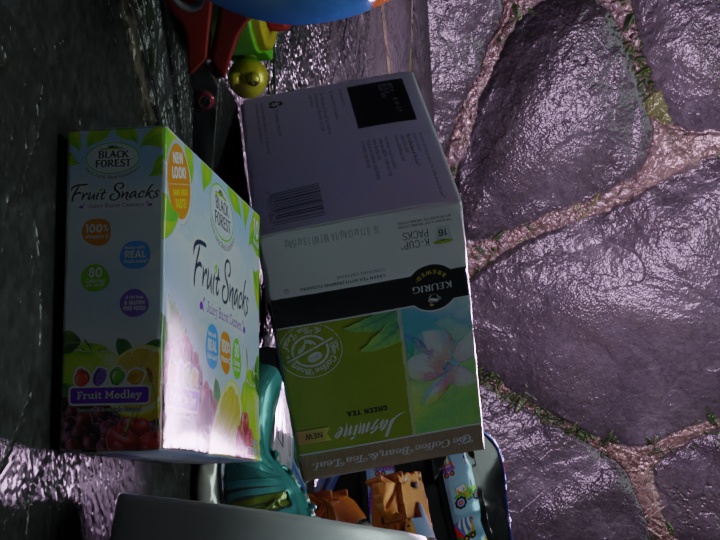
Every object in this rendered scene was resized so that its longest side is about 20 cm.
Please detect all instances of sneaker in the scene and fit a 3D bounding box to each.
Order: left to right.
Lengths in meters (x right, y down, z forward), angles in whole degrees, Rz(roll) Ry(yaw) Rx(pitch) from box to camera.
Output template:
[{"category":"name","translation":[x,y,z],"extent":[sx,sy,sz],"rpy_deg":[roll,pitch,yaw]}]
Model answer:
[{"category":"sneaker","translation":[-0.057,0.155,0.846],"extent":[0.078,0.078,0.203],"rpy_deg":[66,23,-70]}]

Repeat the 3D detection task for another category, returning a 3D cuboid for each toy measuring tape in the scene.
[{"category":"toy measuring tape","translation":[-0.076,-0.201,0.823],"extent":[0.074,0.072,0.203],"rpy_deg":[-69,156,-71]}]

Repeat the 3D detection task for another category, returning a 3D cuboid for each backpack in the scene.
[{"category":"backpack","translation":[0.036,0.208,1.168],"extent":[0.135,0.180,0.203],"rpy_deg":[-137,-144,-63]}]

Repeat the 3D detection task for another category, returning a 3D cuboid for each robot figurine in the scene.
[{"category":"robot figurine","translation":[0.012,0.257,1.017],"extent":[0.058,0.144,0.203],"rpy_deg":[10,66,-50]}]

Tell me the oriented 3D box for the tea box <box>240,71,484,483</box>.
[{"category":"tea box","translation":[0.000,0.000,0.957],"extent":[0.201,0.132,0.199],"rpy_deg":[-103,-177,-59]}]

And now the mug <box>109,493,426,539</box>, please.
[{"category":"mug","translation":[-0.061,0.203,0.648],"extent":[0.200,0.146,0.178],"rpy_deg":[160,-61,-66]}]

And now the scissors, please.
[{"category":"scissors","translation":[-0.096,-0.114,0.811],"extent":[0.014,0.072,0.202],"rpy_deg":[-104,-148,-63]}]

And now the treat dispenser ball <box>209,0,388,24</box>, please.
[{"category":"treat dispenser ball","translation":[-0.030,-0.224,0.680],"extent":[0.201,0.198,0.204],"rpy_deg":[-2,90,-82]}]

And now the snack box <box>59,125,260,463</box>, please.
[{"category":"snack box","translation":[-0.093,0.022,0.696],"extent":[0.200,0.052,0.144],"rpy_deg":[49,38,-78]}]

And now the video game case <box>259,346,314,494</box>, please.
[{"category":"video game case","translation":[-0.060,0.186,1.034],"extent":[0.183,0.023,0.203],"rpy_deg":[75,14,-62]}]
